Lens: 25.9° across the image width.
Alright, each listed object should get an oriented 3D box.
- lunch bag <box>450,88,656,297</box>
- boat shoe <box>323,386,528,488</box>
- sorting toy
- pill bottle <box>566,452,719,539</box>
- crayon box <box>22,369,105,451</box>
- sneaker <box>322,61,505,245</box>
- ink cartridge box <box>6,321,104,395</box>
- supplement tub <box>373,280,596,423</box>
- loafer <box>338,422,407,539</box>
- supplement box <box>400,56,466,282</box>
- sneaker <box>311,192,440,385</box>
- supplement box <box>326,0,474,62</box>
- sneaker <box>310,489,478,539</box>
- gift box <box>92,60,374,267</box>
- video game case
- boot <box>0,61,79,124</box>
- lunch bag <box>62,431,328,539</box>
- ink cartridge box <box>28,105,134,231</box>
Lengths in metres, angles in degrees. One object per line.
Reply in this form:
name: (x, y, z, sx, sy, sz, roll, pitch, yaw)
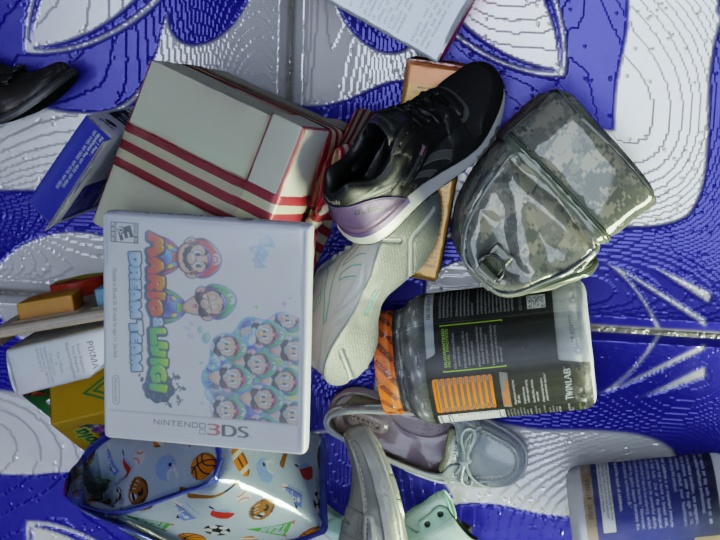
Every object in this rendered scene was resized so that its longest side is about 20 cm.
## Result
lunch bag: (0.155, -0.058, 1.390, 0.168, 0.200, 0.139, -42, 94, 6)
boat shoe: (0.062, 0.166, 1.505, 0.200, 0.065, 0.075, 19, 101, 4)
sorting toy: (-0.238, 0.022, 1.454, 0.198, 0.185, 0.037, -15, 98, 8)
pill bottle: (0.297, 0.231, 1.461, 0.198, 0.116, 0.117, -7, 99, 8)
crayon box: (-0.212, 0.133, 1.503, 0.198, 0.127, 0.051, -15, 62, 10)
sneaker: (0.049, -0.115, 1.350, 0.076, 0.088, 0.200, 36, 78, 31)
ink cartridge box: (-0.214, 0.057, 1.471, 0.198, 0.163, 0.058, -9, 99, 9)
supplement tub: (0.116, 0.077, 1.454, 0.198, 0.123, 0.124, -6, 99, 8)
loafer: (0.009, 0.244, 1.454, 0.069, 0.070, 0.202, -14, 87, -3)
supplement box: (0.060, -0.096, 1.461, 0.068, 0.067, 0.202, 8, 100, 6)
sneaker: (0.000, 0.000, 1.419, 0.080, 0.070, 0.201, 33, 93, 44)
supplement box: (0.011, -0.282, 1.417, 0.199, 0.101, 0.104, 29, 102, 2)
sneaker: (0.026, 0.245, 1.526, 0.200, 0.074, 0.119, 36, 89, 7)
gift box: (-0.099, -0.087, 1.428, 0.186, 0.200, 0.186, 26, 107, 18)
video game case: (-0.131, 0.053, 1.336, 0.180, 0.024, 0.202, 4, 103, 9)
boot: (-0.384, -0.217, 1.494, 0.199, 0.069, 0.175, -20, 97, 12)
lunch bag: (-0.156, 0.208, 1.475, 0.199, 0.170, 0.125, -21, 52, 30)
ink cartridge box: (-0.245, -0.097, 1.430, 0.039, 0.200, 0.100, 36, 101, -1)
